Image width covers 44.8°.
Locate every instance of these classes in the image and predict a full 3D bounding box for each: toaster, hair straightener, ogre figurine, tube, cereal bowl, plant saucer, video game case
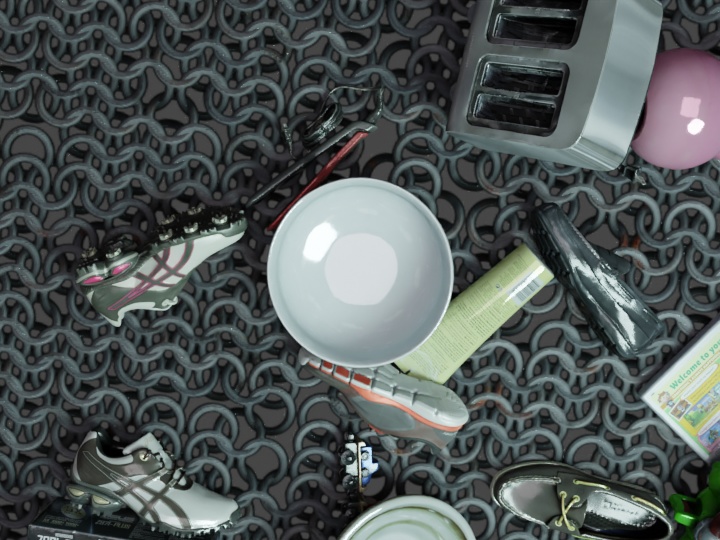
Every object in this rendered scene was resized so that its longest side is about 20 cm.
[{"bbox_3d":[0.194,-0.198,0.869,0.200,0.119,0.181,18,98,38],"label":"toaster"},{"bbox_3d":[-0.054,-0.137,0.956,0.200,0.041,0.077,-44,93,4],"label":"hair straightener"},{"bbox_3d":[0.391,0.282,0.937,0.098,0.120,0.201,-3,108,1],"label":"ogre figurine"},{"bbox_3d":[0.122,0.052,0.972,0.200,0.052,0.058,-43,51,10],"label":"tube"},{"bbox_3d":[0.000,0.000,0.947,0.199,0.083,0.201,0,95,1],"label":"cereal bowl"},{"bbox_3d":[0.038,0.343,0.976,0.200,0.050,0.201,-2,96,-24],"label":"plant saucer"},{"bbox_3d":[0.447,0.133,0.985,0.182,0.022,0.200,44,95,-3],"label":"video game case"}]

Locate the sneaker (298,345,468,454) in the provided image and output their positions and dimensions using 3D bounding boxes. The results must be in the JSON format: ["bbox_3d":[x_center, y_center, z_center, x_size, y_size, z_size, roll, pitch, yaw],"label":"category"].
[{"bbox_3d":[0.015,0.147,0.968,0.200,0.077,0.082,26,117,9],"label":"sneaker"}]

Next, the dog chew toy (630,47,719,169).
[{"bbox_3d":[0.379,-0.168,0.912,0.199,0.125,0.125,-1,95,-7],"label":"dog chew toy"}]

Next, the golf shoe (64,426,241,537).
[{"bbox_3d":[-0.226,0.234,0.976,0.199,0.078,0.095,13,95,-2],"label":"golf shoe"}]

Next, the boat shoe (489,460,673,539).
[{"bbox_3d":[0.248,0.262,0.979,0.201,0.061,0.072,9,96,0],"label":"boat shoe"}]

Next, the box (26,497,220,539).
[{"bbox_3d":[-0.271,0.361,0.983,0.199,0.086,0.164,8,96,0],"label":"box"}]

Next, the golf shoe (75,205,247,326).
[{"bbox_3d":[-0.211,-0.010,0.965,0.200,0.077,0.088,-20,115,5],"label":"golf shoe"}]

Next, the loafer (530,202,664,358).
[{"bbox_3d":[0.258,0.004,0.955,0.070,0.068,0.201,-37,99,-4],"label":"loafer"}]

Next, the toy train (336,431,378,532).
[{"bbox_3d":[0.002,0.282,0.998,0.046,0.034,0.201,-5,97,-12],"label":"toy train"}]
